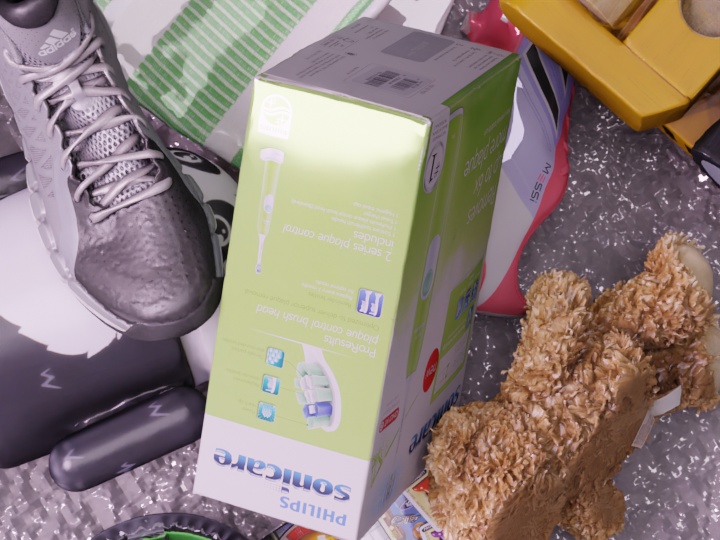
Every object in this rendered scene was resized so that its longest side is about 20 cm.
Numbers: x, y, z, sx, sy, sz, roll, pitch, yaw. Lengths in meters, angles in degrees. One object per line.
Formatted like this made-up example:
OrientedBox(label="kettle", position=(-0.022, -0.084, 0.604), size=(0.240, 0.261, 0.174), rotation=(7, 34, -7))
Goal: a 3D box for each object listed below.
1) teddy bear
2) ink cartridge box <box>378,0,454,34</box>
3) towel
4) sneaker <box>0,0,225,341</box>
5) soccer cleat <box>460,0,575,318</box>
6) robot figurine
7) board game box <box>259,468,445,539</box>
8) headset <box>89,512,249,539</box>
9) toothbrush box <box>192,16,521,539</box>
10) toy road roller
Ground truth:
OrientedBox(label="teddy bear", position=(0.105, 0.064, 1.203), size=(0.067, 0.145, 0.200), rotation=(30, 75, 39))
OrientedBox(label="ink cartridge box", position=(-0.037, -0.191, 1.241), size=(0.199, 0.067, 0.116), rotation=(21, 82, -2))
OrientedBox(label="towel", position=(-0.087, -0.160, 1.189), size=(0.200, 0.023, 0.153), rotation=(38, 87, -1))
OrientedBox(label="sneaker", position=(-0.126, -0.069, 1.087), size=(0.075, 0.116, 0.200), rotation=(-26, 65, -6))
OrientedBox(label="soccer cleat", position=(0.080, -0.074, 1.244), size=(0.076, 0.067, 0.201), rotation=(24, 82, -17))
OrientedBox(label="robot figurine", position=(-0.138, 0.017, 1.178), size=(0.199, 0.125, 0.151), rotation=(-20, 99, -7))
OrientedBox(label="board game box", position=(-0.008, 0.167, 1.224), size=(0.200, 0.023, 0.105), rotation=(-34, 89, -8))
OrientedBox(label="headset", position=(-0.082, 0.217, 1.177), size=(0.123, 0.094, 0.201), rotation=(-12, 70, -4))
OrientedBox(label="toothbrush box", position=(0.000, 0.000, 1.138), size=(0.086, 0.146, 0.201), rotation=(16, 110, 15))
OrientedBox(label="toy road roller", position=(0.169, -0.113, 1.208), size=(0.200, 0.146, 0.123), rotation=(41, 88, 3))
